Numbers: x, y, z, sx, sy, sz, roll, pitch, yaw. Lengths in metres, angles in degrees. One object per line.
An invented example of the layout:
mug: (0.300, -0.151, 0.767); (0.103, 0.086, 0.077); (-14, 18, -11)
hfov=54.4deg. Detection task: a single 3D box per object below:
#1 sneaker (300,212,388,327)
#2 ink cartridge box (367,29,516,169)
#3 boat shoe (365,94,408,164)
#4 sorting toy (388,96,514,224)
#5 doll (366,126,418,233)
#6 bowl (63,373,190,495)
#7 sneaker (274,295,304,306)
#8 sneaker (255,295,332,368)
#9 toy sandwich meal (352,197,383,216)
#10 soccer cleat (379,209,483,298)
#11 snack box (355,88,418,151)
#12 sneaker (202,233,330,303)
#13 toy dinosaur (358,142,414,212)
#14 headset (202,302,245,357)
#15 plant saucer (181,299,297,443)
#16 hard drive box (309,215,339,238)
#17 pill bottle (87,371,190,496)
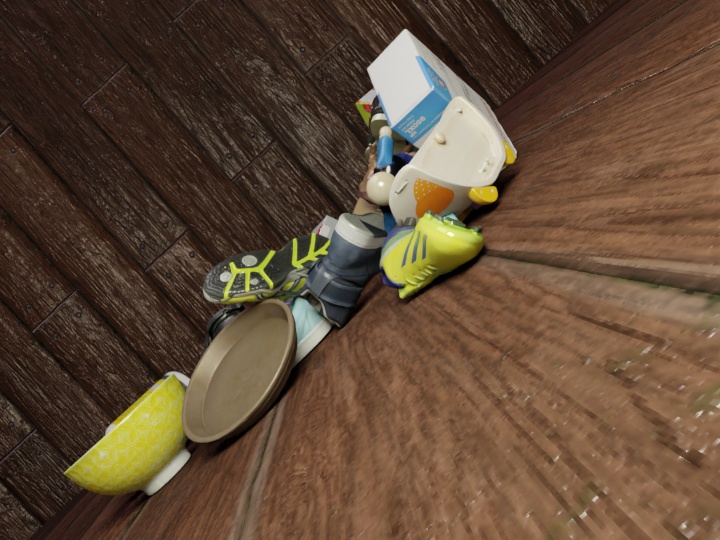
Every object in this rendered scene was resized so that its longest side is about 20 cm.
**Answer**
sneaker: (-0.002, -0.001, 0.959); (0.202, 0.077, 0.147); (-2, -58, -60)
ink cartridge box: (0.117, -0.224, 1.000); (0.084, 0.199, 0.145); (-40, 44, 26)
boat shoe: (0.048, -0.221, 1.136); (0.202, 0.073, 0.064); (89, -168, -72)
sorting toy: (0.091, -0.084, 0.865); (0.180, 0.106, 0.200); (-57, -1, 42)
doll: (0.044, -0.116, 0.900); (0.048, 0.138, 0.200); (-2, 13, 17)
bowl: (-0.309, 0.255, 1.005); (0.200, 0.108, 0.200); (-42, 5, 4)
sneaker: (-0.142, 0.080, 1.095); (0.201, 0.079, 0.075); (-56, -18, -7)
sneaker: (-0.131, 0.114, 0.960); (0.200, 0.082, 0.074); (-45, 4, -32)
toy sandwich meal: (0.072, -0.097, 1.152); (0.203, 0.071, 0.206); (-19, 37, 15)
soccer cleat: (0.065, -0.010, 0.682); (0.200, 0.064, 0.084); (-179, 107, -78)
snack box: (0.088, -0.224, 1.245); (0.053, 0.201, 0.142); (-42, 32, -15)
sneaker: (-0.118, 0.015, 0.953); (0.199, 0.076, 0.077); (-16, -41, -30)
toy dinosaur: (0.046, -0.127, 1.078); (0.199, 0.086, 0.137); (-2, 58, 47)
headset: (-0.176, 0.087, 1.025); (0.094, 0.123, 0.202); (17, -91, -60)
plant saucer: (-0.148, 0.127, 0.874); (0.199, 0.029, 0.201); (-33, 33, 25)
hard drive box: (-0.079, -0.008, 1.389); (0.157, 0.076, 0.200); (-68, 10, -11)
pill bottle: (-0.363, 0.280, 1.207); (0.200, 0.114, 0.114); (-45, 5, -38)
